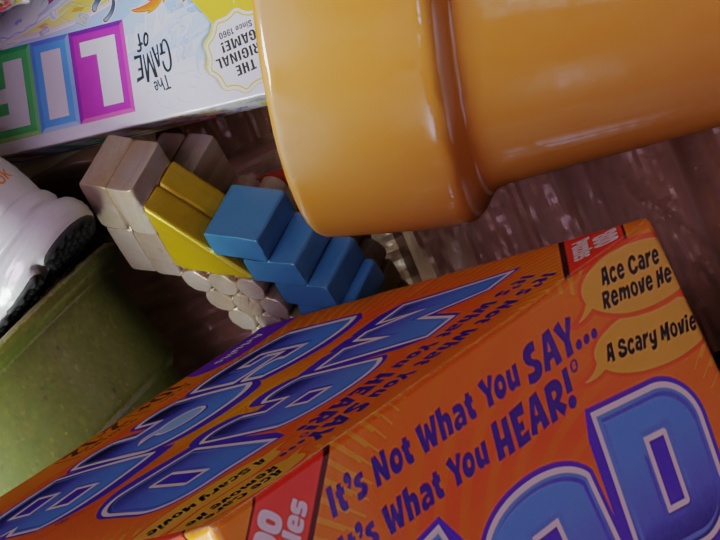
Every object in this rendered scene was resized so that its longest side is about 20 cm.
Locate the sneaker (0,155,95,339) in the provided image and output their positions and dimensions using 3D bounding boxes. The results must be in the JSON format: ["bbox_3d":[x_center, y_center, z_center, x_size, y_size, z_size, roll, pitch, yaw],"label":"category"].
[{"bbox_3d":[-0.160,0.005,1.074,0.080,0.074,0.200,39,145,-1],"label":"sneaker"}]

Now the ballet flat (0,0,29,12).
[{"bbox_3d":[-0.118,-0.126,1.001,0.199,0.064,0.076,-15,84,27],"label":"ballet flat"}]

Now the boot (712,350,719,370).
[{"bbox_3d":[0.207,0.060,0.985,0.199,0.068,0.131,-28,91,33],"label":"boot"}]

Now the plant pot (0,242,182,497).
[{"bbox_3d":[-0.090,0.126,1.075,0.190,0.200,0.200,42,113,-1],"label":"plant pot"}]

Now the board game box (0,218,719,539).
[{"bbox_3d":[0.004,0.131,0.906,0.199,0.199,0.201,-16,103,49],"label":"board game box"}]

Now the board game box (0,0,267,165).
[{"bbox_3d":[-0.113,-0.110,1.054,0.199,0.034,0.135,-12,86,27],"label":"board game box"}]

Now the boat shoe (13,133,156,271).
[{"bbox_3d":[-0.161,-0.022,1.138,0.199,0.072,0.065,-25,51,25],"label":"boat shoe"}]

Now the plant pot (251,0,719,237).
[{"bbox_3d":[0.070,-0.117,0.954,0.182,0.200,0.202,-3,97,10],"label":"plant pot"}]

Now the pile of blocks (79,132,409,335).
[{"bbox_3d":[0.000,0.000,1.034,0.200,0.062,0.082,35,149,-13],"label":"pile of blocks"}]
